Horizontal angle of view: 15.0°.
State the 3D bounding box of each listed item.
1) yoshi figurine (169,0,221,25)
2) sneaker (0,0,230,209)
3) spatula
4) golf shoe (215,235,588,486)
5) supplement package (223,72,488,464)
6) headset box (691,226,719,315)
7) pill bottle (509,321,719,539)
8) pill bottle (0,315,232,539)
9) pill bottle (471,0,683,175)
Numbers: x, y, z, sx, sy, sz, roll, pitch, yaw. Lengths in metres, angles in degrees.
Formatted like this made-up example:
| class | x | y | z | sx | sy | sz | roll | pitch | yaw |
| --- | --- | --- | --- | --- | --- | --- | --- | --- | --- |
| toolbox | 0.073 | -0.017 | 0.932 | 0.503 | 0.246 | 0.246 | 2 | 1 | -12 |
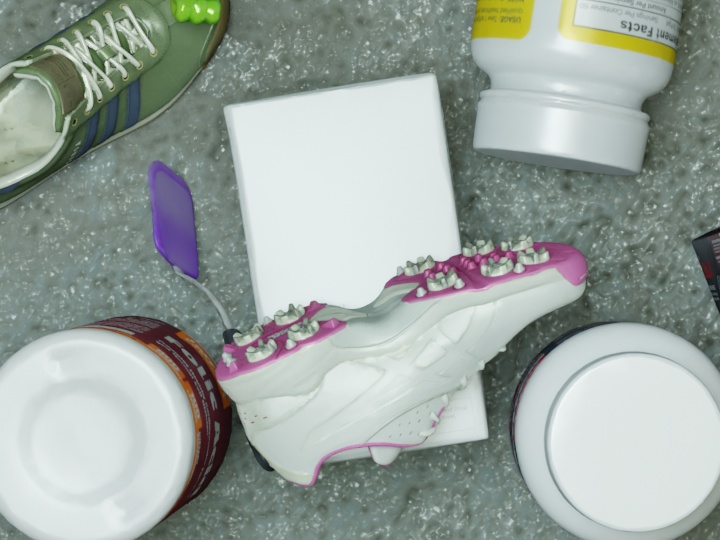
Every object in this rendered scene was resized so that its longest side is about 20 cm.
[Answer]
| class | x | y | z | sx | sy | sz | roll | pitch | yaw |
| --- | --- | --- | --- | --- | --- | --- | --- | --- | --- |
| yoshi figurine | -0.106 | -0.199 | 1.496 | 0.199 | 0.112 | 0.113 | -7 | 51 | 8 |
| sneaker | -0.157 | -0.101 | 1.524 | 0.200 | 0.090 | 0.067 | -37 | 87 | 1 |
| spatula | -0.080 | 0.025 | 1.496 | 0.021 | 0.057 | 0.200 | -31 | 59 | 10 |
| golf shoe | 0.029 | 0.046 | 1.417 | 0.199 | 0.075 | 0.092 | -20 | 105 | 2 |
| supplement package | 0.000 | 0.000 | 1.504 | 0.117 | 0.117 | 0.201 | -8 | 90 | 2 |
| headset box | 0.248 | 0.042 | 1.480 | 0.077 | 0.149 | 0.201 | -22 | 89 | 1 |
| pill bottle | 0.140 | 0.086 | 1.456 | 0.119 | 0.200 | 0.120 | 0 | 89 | 2 |
| pill bottle | -0.130 | 0.083 | 1.462 | 0.114 | 0.200 | 0.115 | 0 | 92 | 5 |
| pill bottle | 0.122 | -0.158 | 1.505 | 0.114 | 0.114 | 0.201 | 9 | 89 | 2 |
